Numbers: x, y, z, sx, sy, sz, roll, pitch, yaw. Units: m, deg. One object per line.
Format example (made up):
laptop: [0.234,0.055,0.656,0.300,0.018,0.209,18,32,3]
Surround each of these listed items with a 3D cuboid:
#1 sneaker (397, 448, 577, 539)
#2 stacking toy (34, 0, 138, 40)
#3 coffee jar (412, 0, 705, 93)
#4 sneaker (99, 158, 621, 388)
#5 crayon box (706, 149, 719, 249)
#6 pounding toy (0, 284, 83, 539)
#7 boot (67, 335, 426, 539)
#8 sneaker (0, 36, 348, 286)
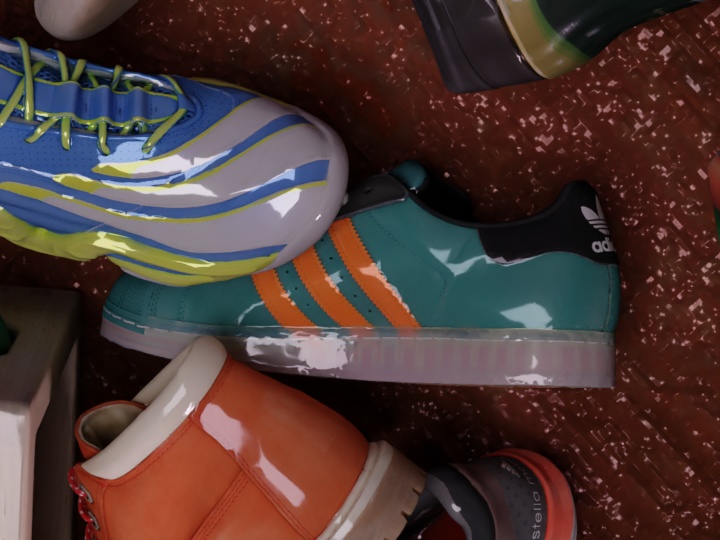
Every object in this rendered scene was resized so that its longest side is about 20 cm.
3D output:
sneaker: [-0.005,0.142,1.049,0.077,0.082,0.200,44,109,35]
stacking toy: [-0.147,-0.176,1.008,0.200,0.085,0.085,43,113,5]
coffee jar: [0.104,-0.133,0.943,0.199,0.085,0.105,-19,100,21]
sneaker: [0.000,0.000,1.029,0.199,0.071,0.080,2,88,21]
crayon box: [0.184,-0.035,0.890,0.051,0.127,0.200,12,141,-22]
pounding toy: [-0.181,0.072,1.044,0.142,0.184,0.201,4,104,0]
boot: [-0.072,0.095,1.044,0.107,0.075,0.200,36,134,-11]
sneaker: [-0.108,-0.044,0.997,0.199,0.105,0.076,5,78,28]
